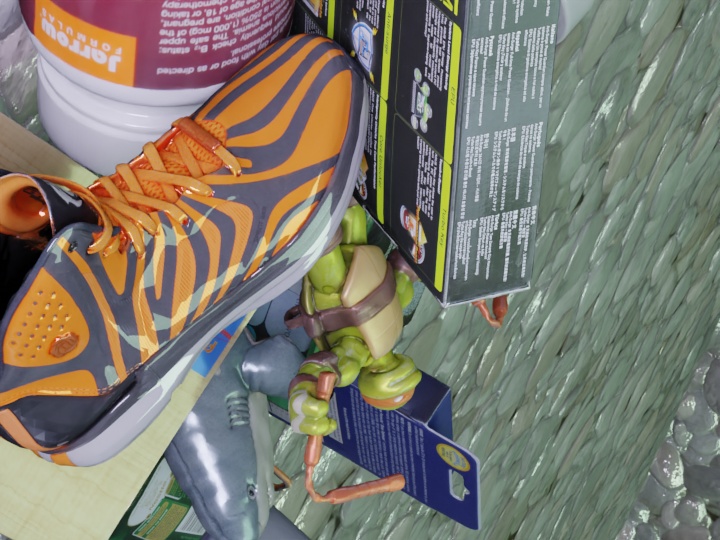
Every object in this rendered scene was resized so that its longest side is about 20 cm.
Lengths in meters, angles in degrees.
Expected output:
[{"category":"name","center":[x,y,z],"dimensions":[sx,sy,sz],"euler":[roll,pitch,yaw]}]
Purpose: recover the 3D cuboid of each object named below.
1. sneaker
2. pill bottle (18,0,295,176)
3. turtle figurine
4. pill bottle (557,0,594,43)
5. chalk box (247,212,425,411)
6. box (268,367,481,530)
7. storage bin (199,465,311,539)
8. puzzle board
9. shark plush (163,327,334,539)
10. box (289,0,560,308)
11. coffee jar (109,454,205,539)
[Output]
[{"category":"sneaker","center":[-0.080,-0.022,0.815],"dimensions":[0.200,0.077,0.112],"euler":[-54,145,-8]},{"category":"pill bottle","center":[-0.078,-0.139,0.868],"dimensions":[0.114,0.114,0.201],"euler":[-46,157,-41]},{"category":"turtle figurine","center":[0.000,0.000,1.010],"dimensions":[0.200,0.064,0.162],"euler":[-45,126,-44]},{"category":"pill bottle","center":[0.116,-0.211,1.057],"dimensions":[0.200,0.116,0.116],"euler":[-52,161,-20]},{"category":"chalk box","center":[-0.044,-0.020,1.130],"dimensions":[0.200,0.124,0.125],"euler":[-32,148,-61]},{"category":"box","center":[-0.010,0.071,1.248],"dimensions":[0.032,0.199,0.121],"euler":[-54,162,-21]},{"category":"storage bin","center":[-0.069,0.192,1.256],"dimensions":[0.146,0.134,0.200],"euler":[-55,-170,-22]},{"category":"puzzle board","center":[-0.148,0.025,0.908],"dimensions":[0.200,0.017,0.151],"euler":[35,87,-39]},{"category":"shark plush","center":[-0.089,0.030,0.992],"dimensions":[0.083,0.091,0.201],"euler":[-54,127,-47]},{"category":"box","center":[0.015,-0.120,0.861],"dimensions":[0.047,0.193,0.201],"euler":[-13,126,-23]},{"category":"coffee jar","center":[-0.140,0.089,1.065],"dimensions":[0.086,0.104,0.200],"euler":[-60,162,-3]}]
